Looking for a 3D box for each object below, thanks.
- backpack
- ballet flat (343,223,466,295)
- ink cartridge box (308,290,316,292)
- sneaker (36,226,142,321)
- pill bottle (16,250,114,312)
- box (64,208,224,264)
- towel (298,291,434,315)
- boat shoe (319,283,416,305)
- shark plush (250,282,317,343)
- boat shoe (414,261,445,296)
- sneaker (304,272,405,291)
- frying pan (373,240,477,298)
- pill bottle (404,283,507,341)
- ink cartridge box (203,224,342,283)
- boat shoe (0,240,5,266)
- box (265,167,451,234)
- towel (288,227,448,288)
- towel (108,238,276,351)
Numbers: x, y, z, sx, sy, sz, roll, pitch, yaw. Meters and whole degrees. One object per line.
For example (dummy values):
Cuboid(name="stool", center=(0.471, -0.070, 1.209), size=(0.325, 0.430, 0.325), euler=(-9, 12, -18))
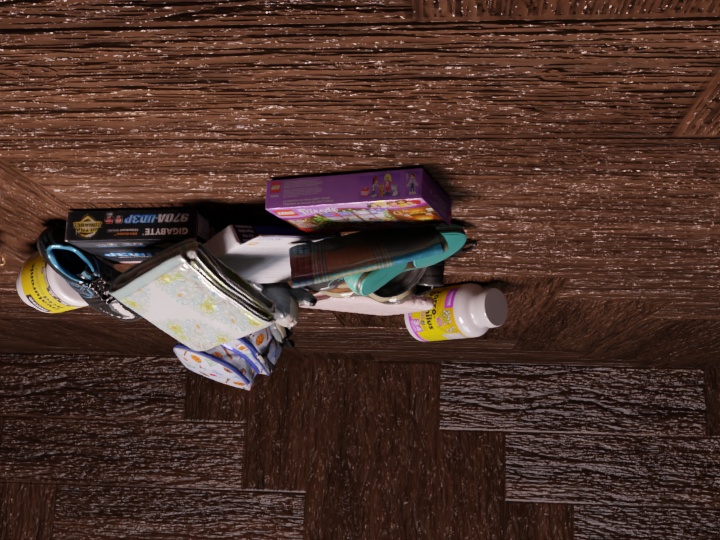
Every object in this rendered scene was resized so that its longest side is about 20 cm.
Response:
Cuboid(name="backpack", center=(-0.234, 0.103, 1.476), size=(0.198, 0.155, 0.191), euler=(11, 148, 16))
Cuboid(name="ballet flat", center=(0.056, -0.032, 1.204), size=(0.199, 0.070, 0.068), euler=(-25, 142, -27))
Cuboid(name="ink cartridge box", center=(-0.052, 0.017, 1.601), size=(0.094, 0.038, 0.200), euler=(5, 171, -18))
Cuboid(name="sneaker", center=(-0.409, 0.017, 1.323), size=(0.200, 0.073, 0.082), euler=(41, 176, -25))
Cuboid(name="pill bottle", center=(-0.499, 0.012, 1.443), size=(0.111, 0.113, 0.199), euler=(10, 166, -38))
Cuboid(name="box", center=(-0.304, -0.048, 1.273), size=(0.198, 0.047, 0.159), euler=(-1, 169, 10))
Cuboid(name="towel", center=(0.007, 0.056, 1.612), size=(0.198, 0.033, 0.191), euler=(6, 171, -25))
Cuboid(name="boat shoe", center=(0.000, 0.000, 1.419), size=(0.198, 0.074, 0.076), euler=(6, -143, 31))
Cuboid(name="shark plush", center=(-0.147, 0.019, 1.378), size=(0.091, 0.201, 0.083), euler=(-40, 145, 13))
Cuboid(name="boat shoe", center=(0.087, 0.013, 1.482), size=(0.073, 0.064, 0.201), euler=(1, 172, -18))
Cuboid(name="sneaker", center=(-0.023, -0.021, 1.340), size=(0.198, 0.076, 0.079), euler=(-10, 155, 17))
Cuboid(name="frying pan", center=(0.082, -0.033, 1.284), size=(0.031, 0.189, 0.116), euler=(42, 161, 46))
Cuboid(name="pill bottle", center=(0.187, 0.081, 1.697), size=(0.104, 0.105, 0.199), euler=(12, 165, -42))
Cuboid(name="ink cartridge box", center=(-0.127, -0.030, 1.239), size=(0.198, 0.041, 0.199), euler=(-1, 161, -44))
Cuboid(name="boat shoe", center=(-0.625, -0.026, 1.426), size=(0.199, 0.073, 0.072), euler=(-26, -177, 45))
Cuboid(name="box", center=(0.001, -0.082, 1.068), size=(0.198, 0.040, 0.137), euler=(-2, 168, 20))
Cuboid(name="towel", center=(0.006, -0.028, 1.115), size=(0.198, 0.022, 0.147), euler=(-13, -162, -2))
Cuboid(name="towel", center=(-0.235, 0.043, 1.216), size=(0.199, 0.048, 0.171), euler=(-20, 129, 40))
